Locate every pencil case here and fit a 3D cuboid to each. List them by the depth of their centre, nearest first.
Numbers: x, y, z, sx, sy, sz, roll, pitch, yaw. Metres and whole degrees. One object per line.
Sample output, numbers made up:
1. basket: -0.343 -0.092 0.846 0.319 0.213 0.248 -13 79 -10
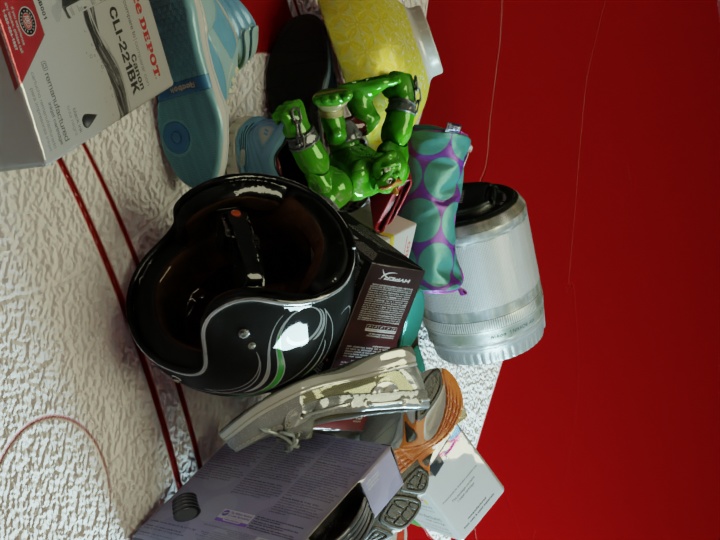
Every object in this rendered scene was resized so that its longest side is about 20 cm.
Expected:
1. pencil case: 0.085 -0.073 1.790 0.085 0.092 0.201 -169 -97 -78

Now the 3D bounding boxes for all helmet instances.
1. helmet: -0.109 0.023 1.398 0.199 0.191 0.201 14 50 -18

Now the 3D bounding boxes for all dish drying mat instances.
1. dish drying mat: 0.031 -0.116 1.739 0.200 0.018 0.077 -96 -151 -62

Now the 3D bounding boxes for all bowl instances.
1. bowl: 0.030 -0.240 1.692 0.200 0.107 0.201 -19 90 -87

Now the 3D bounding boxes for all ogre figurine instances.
1. ogre figurine: -0.004 -0.131 1.547 0.200 0.098 0.121 -38 121 -64

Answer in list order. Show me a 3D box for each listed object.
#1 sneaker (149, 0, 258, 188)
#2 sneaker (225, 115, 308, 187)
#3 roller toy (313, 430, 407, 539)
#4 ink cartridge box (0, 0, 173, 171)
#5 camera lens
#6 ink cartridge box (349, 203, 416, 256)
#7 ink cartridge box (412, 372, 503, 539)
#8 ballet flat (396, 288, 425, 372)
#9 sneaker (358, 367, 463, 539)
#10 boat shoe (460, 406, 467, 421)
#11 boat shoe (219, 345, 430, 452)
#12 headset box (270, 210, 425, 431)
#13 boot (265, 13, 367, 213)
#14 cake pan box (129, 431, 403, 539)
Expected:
1. sneaker: -0.140 -0.185 1.487 0.130 0.079 0.201 -24 110 -59
2. sneaker: -0.084 -0.061 1.569 0.078 0.089 0.201 -29 114 -59
3. roller toy: -0.049 0.258 1.564 0.182 0.139 0.201 -46 119 -60
4. ink cartridge box: -0.255 -0.185 1.262 0.200 0.083 0.145 -46 127 -54
5. camera lens: 0.145 -0.001 1.923 0.160 0.159 0.201 -44 127 -54
6. ink cartridge box: 0.000 0.000 1.710 0.200 0.067 0.117 -33 141 -59
7. ink cartridge box: 0.045 0.190 1.678 0.084 0.145 0.200 -46 116 -22
8. ballet flat: 0.033 0.077 1.678 0.068 0.067 0.201 -56 158 -34
9. sneaker: 0.025 0.187 1.512 0.076 0.092 0.200 47 60 -24
10. boat shoe: 0.051 0.165 1.841 0.199 0.074 0.070 1 64 -54
11. boat shoe: -0.032 0.130 1.411 0.201 0.074 0.065 -19 81 -21
12. headset box: -0.036 0.055 1.520 0.077 0.149 0.201 7 109 -39
13. boot: -0.041 -0.168 1.688 0.154 0.073 0.205 22 65 -67
14. cake pan box: -0.083 0.222 1.403 0.184 0.199 0.053 -47 126 -38
